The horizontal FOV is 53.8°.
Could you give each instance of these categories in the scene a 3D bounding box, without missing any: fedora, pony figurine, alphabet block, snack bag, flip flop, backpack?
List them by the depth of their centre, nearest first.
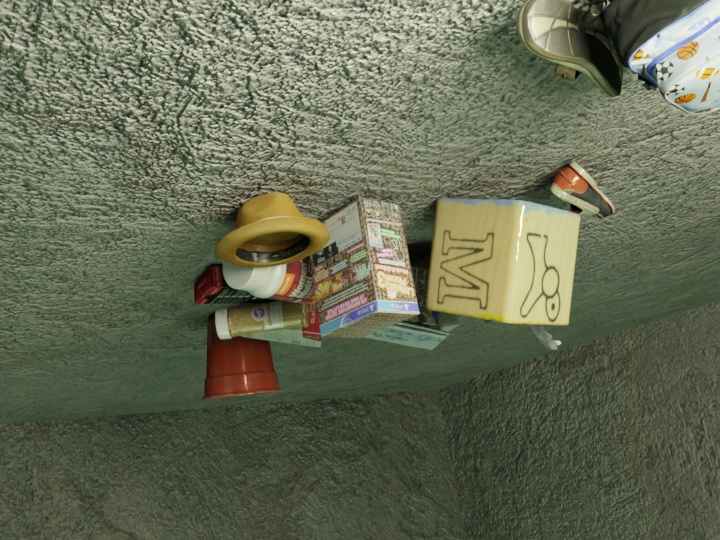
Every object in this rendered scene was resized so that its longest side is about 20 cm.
[{"bbox_3d":[0.368,-0.258,0.733,0.199,0.156,0.190,-26,167,37],"label":"backpack"},{"bbox_3d":[0.237,-0.251,0.805,0.198,0.082,0.057,6,175,-37],"label":"flip flop"},{"bbox_3d":[-0.147,-0.070,1.158,0.198,0.083,0.201,-9,163,-3],"label":"fedora"},{"bbox_3d":[0.252,-0.015,1.260,0.194,0.202,0.195,7,-179,-40],"label":"alphabet block"},{"bbox_3d":[0.342,0.062,1.516,0.198,0.193,0.168,-2,118,-18],"label":"pony figurine"},{"bbox_3d":[0.103,0.150,1.676,0.186,0.022,0.200,11,164,0],"label":"snack bag"}]

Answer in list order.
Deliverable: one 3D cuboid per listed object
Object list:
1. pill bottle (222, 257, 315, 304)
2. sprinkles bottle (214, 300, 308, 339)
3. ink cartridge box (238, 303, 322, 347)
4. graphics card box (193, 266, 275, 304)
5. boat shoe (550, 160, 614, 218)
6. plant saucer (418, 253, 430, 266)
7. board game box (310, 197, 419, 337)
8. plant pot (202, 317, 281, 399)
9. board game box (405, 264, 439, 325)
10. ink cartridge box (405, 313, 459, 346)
[{"bbox_3d":[-0.155,0.001,1.340,0.109,0.111,0.199,-21,160,35],"label":"pill bottle"},{"bbox_3d":[-0.215,0.104,1.550,0.198,0.069,0.068,-8,163,0],"label":"sprinkles bottle"},{"bbox_3d":[-0.184,0.115,1.665,0.198,0.084,0.146,8,162,-1],"label":"ink cartridge box"},{"bbox_3d":[-0.239,0.032,1.497,0.198,0.051,0.125,1,161,-29],"label":"graphics card box"},{"bbox_3d":[0.394,-0.130,1.258,0.063,0.071,0.199,-49,145,13],"label":"boat shoe"},{"bbox_3d":[0.253,-0.020,1.542,0.198,0.048,0.199,4,173,-42],"label":"plant saucer"},{"bbox_3d":[0.000,0.000,1.238,0.096,0.202,0.159,5,159,-40],"label":"board game box"},{"bbox_3d":[-0.306,0.216,1.788,0.198,0.198,0.201,-6,171,-1],"label":"plant pot"},{"bbox_3d":[0.071,0.048,1.548,0.198,0.098,0.159,6,167,14],"label":"board game box"},{"bbox_3d":[0.162,0.093,1.758,0.082,0.147,0.200,-5,164,-16],"label":"ink cartridge box"}]
